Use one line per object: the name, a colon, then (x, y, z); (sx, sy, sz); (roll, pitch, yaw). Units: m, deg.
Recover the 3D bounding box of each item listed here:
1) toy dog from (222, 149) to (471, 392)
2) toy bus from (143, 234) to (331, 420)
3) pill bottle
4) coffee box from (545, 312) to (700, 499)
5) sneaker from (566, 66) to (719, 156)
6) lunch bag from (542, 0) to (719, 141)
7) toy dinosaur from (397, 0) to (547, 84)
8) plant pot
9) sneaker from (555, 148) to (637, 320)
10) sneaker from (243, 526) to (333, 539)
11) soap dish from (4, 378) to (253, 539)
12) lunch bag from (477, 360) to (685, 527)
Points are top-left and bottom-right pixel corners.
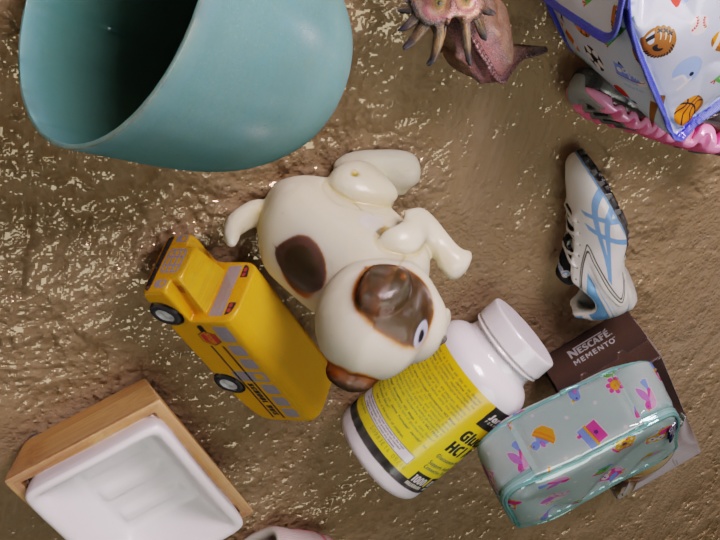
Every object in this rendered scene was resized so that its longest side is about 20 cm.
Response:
toy dog: (0.000, 0.000, 0.897); (0.193, 0.200, 0.140); (13, 121, -32)
toy bus: (-0.103, 0.053, 0.967); (0.078, 0.065, 0.200); (0, 142, 31)
pill bottle: (0.087, 0.123, 1.096); (0.200, 0.113, 0.112); (-42, 131, 13)
coffee box: (0.288, 0.150, 1.228); (0.113, 0.080, 0.200); (-30, 133, 4)
sneaker: (0.268, -0.161, 0.980); (0.199, 0.079, 0.096); (10, 101, -30)
lunch bag: (0.197, -0.220, 0.822); (0.124, 0.170, 0.200); (-37, 134, 3)
toy dinosaur: (0.078, -0.183, 0.823); (0.086, 0.136, 0.200); (-42, 132, 14)
plant pot: (-0.101, -0.156, 0.736); (0.160, 0.201, 0.201); (16, 121, -45)
sneaker: (0.217, -0.026, 1.061); (0.072, 0.072, 0.201); (-18, 130, 4)
sneaker: (-0.122, 0.358, 1.228); (0.104, 0.075, 0.200); (29, 107, -40)
soap dish: (-0.214, 0.202, 1.054); (0.157, 0.081, 0.200); (-28, 133, 1)
lunch bag: (0.221, 0.175, 1.096); (0.199, 0.077, 0.161); (-26, 148, 1)
